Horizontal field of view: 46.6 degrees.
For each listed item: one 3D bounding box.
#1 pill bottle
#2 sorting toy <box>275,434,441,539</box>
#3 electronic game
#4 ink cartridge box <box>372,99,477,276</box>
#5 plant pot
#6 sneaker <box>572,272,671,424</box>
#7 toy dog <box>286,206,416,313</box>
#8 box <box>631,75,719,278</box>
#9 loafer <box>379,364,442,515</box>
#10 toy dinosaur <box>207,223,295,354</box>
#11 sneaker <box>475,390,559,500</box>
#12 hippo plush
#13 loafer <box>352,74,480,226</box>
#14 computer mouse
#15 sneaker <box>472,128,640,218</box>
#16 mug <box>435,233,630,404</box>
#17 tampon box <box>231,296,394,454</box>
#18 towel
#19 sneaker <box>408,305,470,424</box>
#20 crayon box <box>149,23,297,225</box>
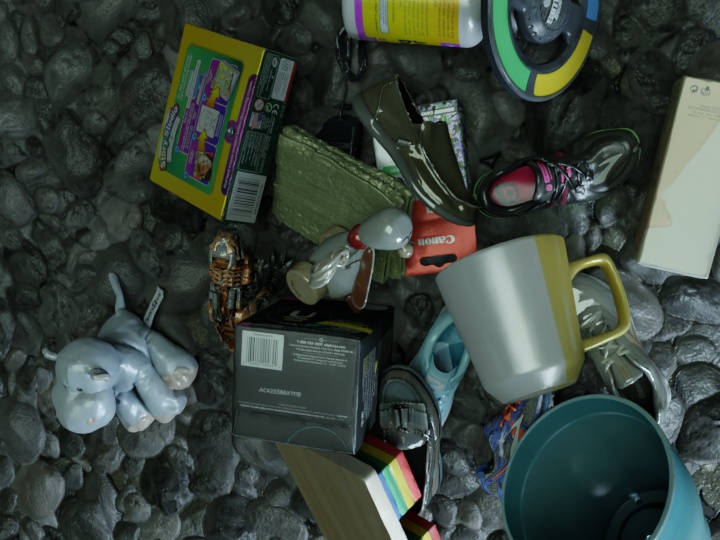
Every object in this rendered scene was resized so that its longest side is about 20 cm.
[{"bbox_3d":[0.083,-0.309,0.946,0.196,0.104,0.106,8,100,13],"label":"pill bottle"},{"bbox_3d":[0.002,0.271,1.007,0.197,0.069,0.202,12,132,52],"label":"sorting toy"},{"bbox_3d":[0.195,-0.283,0.888,0.041,0.198,0.204,19,104,46],"label":"electronic game"},{"bbox_3d":[0.080,-0.095,1.005,0.107,0.050,0.204,-7,96,14],"label":"ink cartridge box"},{"bbox_3d":[0.288,0.271,0.919,0.199,0.201,0.187,-40,126,16],"label":"plant pot"},{"bbox_3d":[0.293,0.091,0.957,0.075,0.092,0.201,-37,87,16],"label":"sneaker"},{"bbox_3d":[0.000,0.000,0.924,0.132,0.200,0.097,-43,102,-11],"label":"toy dog"},{"bbox_3d":[0.361,-0.101,0.913,0.076,0.095,0.204,13,100,12],"label":"box"},{"bbox_3d":[0.062,0.209,1.003,0.071,0.063,0.203,-2,122,20],"label":"loafer"},{"bbox_3d":[-0.156,0.028,1.027,0.101,0.137,0.201,26,129,-2],"label":"toy dinosaur"},{"bbox_3d":[0.189,0.191,1.009,0.077,0.075,0.204,17,100,14],"label":"sneaker"},{"bbox_3d":[-0.309,0.131,1.077,0.156,0.161,0.204,15,101,12],"label":"hippo plush"},{"bbox_3d":[0.073,-0.136,0.937,0.069,0.075,0.201,-40,88,19],"label":"loafer"},{"bbox_3d":[-0.018,-0.199,1.030,0.058,0.034,0.204,11,96,29],"label":"computer mouse"},{"bbox_3d":[0.223,-0.103,0.951,0.197,0.084,0.078,-21,93,16],"label":"sneaker"},{"bbox_3d":[0.188,0.053,0.904,0.184,0.149,0.156,-22,74,24],"label":"mug"},{"bbox_3d":[-0.050,0.113,0.990,0.147,0.200,0.129,5,99,11],"label":"tampon box"},{"bbox_3d":[-0.024,-0.079,0.999,0.198,0.036,0.150,29,137,20],"label":"towel"},{"bbox_3d":[0.088,0.128,1.019,0.073,0.082,0.203,20,104,11],"label":"sneaker"},{"bbox_3d":[-0.171,-0.179,1.013,0.171,0.058,0.203,28,106,42],"label":"crayon box"}]
